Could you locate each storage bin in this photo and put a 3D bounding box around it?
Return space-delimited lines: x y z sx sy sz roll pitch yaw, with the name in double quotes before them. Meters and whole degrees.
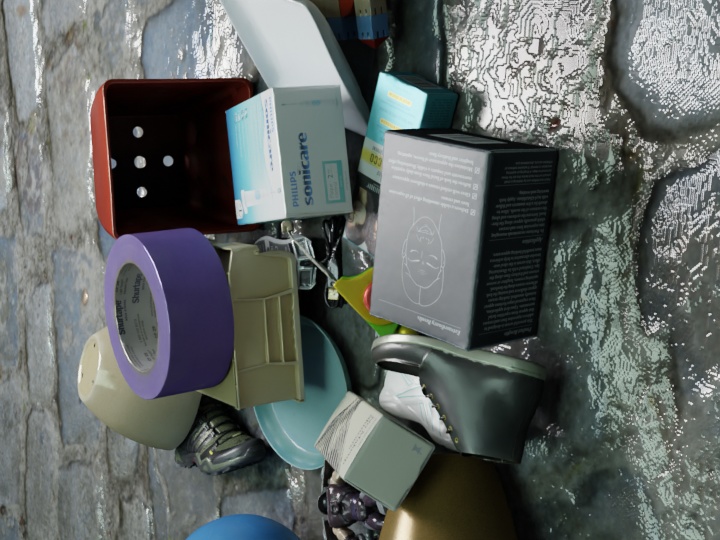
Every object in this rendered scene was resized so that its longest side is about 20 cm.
"storage bin" -0.165 0.060 1.452 0.200 0.094 0.199 10 105 56

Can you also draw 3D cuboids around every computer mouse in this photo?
"computer mouse" -0.070 -0.013 1.414 0.200 0.044 0.110 4 102 57

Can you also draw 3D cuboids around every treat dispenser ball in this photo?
"treat dispenser ball" -0.151 0.412 1.460 0.201 0.201 0.201 9 102 48

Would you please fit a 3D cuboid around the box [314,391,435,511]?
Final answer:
"box" 0.011 0.189 1.234 0.082 0.068 0.200 -58 9 -6

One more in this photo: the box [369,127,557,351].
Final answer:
"box" 0.102 -0.037 1.176 0.148 0.107 0.200 19 109 45

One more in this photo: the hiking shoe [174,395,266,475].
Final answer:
"hiking shoe" -0.204 0.224 1.586 0.200 0.076 0.101 -6 94 50

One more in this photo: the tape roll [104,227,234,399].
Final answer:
"tape roll" -0.235 0.051 1.395 0.200 0.085 0.200 20 114 53

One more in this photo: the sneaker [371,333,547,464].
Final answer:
"sneaker" 0.085 0.129 1.172 0.200 0.075 0.106 8 78 37

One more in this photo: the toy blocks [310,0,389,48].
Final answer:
"toy blocks" -0.025 -0.322 1.303 0.200 0.100 0.137 12 115 47

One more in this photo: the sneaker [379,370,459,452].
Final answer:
"sneaker" 0.094 0.138 1.240 0.200 0.070 0.080 23 110 45

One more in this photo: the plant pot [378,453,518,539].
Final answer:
"plant pot" 0.092 0.296 1.201 0.186 0.186 0.200 -15 68 49

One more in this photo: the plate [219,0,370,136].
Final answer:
"plate" -0.074 -0.258 1.333 0.199 0.032 0.200 29 157 43

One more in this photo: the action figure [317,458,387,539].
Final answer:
"action figure" 0.012 0.282 1.360 0.200 0.069 0.130 -3 100 53

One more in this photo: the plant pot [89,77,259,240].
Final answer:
"plant pot" -0.266 -0.148 1.528 0.176 0.200 0.200 7 101 60

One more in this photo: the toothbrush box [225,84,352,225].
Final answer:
"toothbrush box" -0.088 -0.132 1.351 0.200 0.085 0.147 177 87 -69

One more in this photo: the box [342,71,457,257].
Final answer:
"box" 0.042 -0.114 1.277 0.082 0.049 0.200 33 119 41

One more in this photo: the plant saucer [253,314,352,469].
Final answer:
"plant saucer" -0.072 0.152 1.463 0.200 0.027 0.200 9 103 48

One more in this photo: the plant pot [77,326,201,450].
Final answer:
"plant pot" -0.319 0.145 1.617 0.200 0.134 0.201 -30 54 53

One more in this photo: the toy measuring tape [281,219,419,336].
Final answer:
"toy measuring tape" 0.000 0.000 1.300 0.200 0.074 0.074 47 133 0
